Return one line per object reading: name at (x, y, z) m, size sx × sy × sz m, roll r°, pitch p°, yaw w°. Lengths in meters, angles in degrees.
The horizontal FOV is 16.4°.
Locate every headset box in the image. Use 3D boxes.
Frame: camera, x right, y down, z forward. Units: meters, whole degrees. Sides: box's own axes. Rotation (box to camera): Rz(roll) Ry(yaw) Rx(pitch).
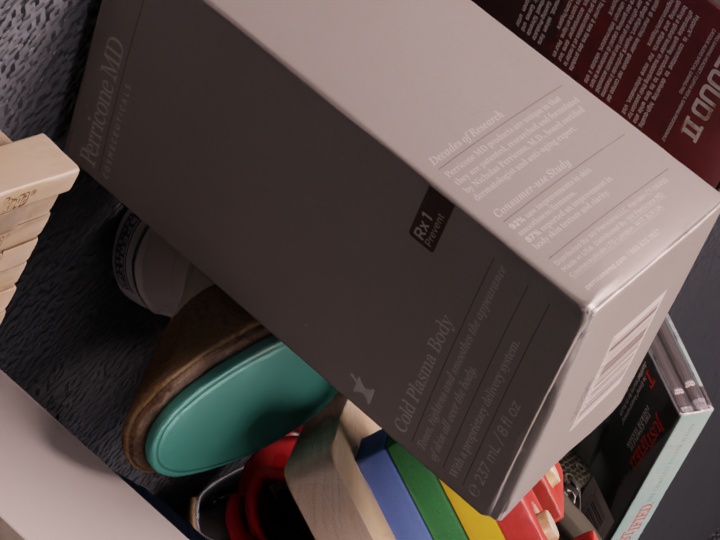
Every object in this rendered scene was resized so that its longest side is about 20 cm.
headset box at (0.116, -0.126, 0.877) m, size 0.148 × 0.200 × 0.075 m, roll -35°, pitch 159°, yaw -37°

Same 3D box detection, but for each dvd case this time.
dvd case at (0.101, 0.026, 1.211) m, size 0.022 × 0.201 × 0.146 m, roll -9°, pitch 146°, yaw -21°

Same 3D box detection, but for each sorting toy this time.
sorting toy at (0.057, 0.124, 0.932) m, size 0.069 × 0.199 × 0.200 m, roll -26°, pitch -173°, yaw 8°

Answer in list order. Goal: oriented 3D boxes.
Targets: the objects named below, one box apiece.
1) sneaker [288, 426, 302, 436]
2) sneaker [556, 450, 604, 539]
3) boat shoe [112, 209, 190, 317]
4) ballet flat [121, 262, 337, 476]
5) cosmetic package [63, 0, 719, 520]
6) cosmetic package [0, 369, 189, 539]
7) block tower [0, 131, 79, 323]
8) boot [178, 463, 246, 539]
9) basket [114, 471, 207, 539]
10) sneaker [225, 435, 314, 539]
sneaker at (-0.025, 0.052, 1.114) m, size 0.074 × 0.087 × 0.200 m, roll -46°, pitch 164°, yaw -9°
sneaker at (0.081, 0.120, 1.125) m, size 0.114 × 0.199 × 0.077 m, roll 9°, pitch 101°, yaw -35°
boat shoe at (0.000, 0.000, 0.976) m, size 0.199 × 0.065 × 0.074 m, roll -8°, pitch 112°, yaw -39°
ballet flat at (-0.014, 0.008, 0.880) m, size 0.199 × 0.072 × 0.068 m, roll -25°, pitch 147°, yaw -29°
cosmetic package at (0.006, -0.031, 0.806) m, size 0.090 × 0.200 × 0.107 m, roll -38°, pitch 157°, yaw -41°
cosmetic package at (-0.099, 0.109, 0.842) m, size 0.051 × 0.200 × 0.083 m, roll -33°, pitch 158°, yaw -45°
block tower at (-0.158, 0.031, 0.774) m, size 0.054 × 0.058 × 0.200 m, roll -27°, pitch 154°, yaw -53°
boot at (0.004, 0.122, 1.216) m, size 0.199 × 0.075 × 0.097 m, roll -9°, pitch 165°, yaw -3°
basket at (-0.101, 0.164, 1.010) m, size 0.139 × 0.176 × 0.200 m, roll -53°, pitch 153°, yaw 5°
sneaker at (-0.015, 0.099, 1.001) m, size 0.078 × 0.200 × 0.116 m, roll -27°, pitch 124°, yaw -7°
